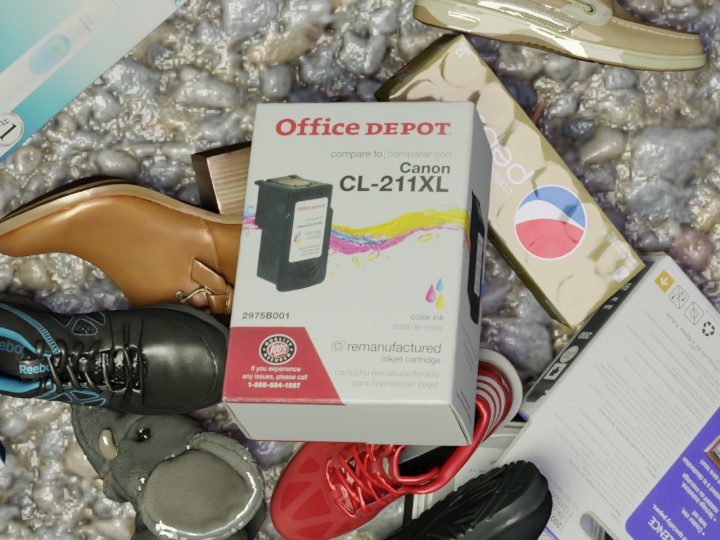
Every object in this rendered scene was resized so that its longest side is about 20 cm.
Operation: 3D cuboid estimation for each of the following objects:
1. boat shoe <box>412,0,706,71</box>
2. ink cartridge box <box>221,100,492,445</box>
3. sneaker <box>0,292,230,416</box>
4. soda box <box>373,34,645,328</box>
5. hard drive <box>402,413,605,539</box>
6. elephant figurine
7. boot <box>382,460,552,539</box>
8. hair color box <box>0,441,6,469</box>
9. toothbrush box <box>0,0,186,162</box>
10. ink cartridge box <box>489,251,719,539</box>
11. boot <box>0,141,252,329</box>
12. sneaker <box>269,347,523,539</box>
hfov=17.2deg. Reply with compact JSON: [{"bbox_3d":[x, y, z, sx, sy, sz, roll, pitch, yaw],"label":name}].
[{"bbox_3d":[0.136,-0.175,1.577,0.198,0.072,0.066,12,95,-4],"label":"boat shoe"},{"bbox_3d":[0.000,0.000,1.477,0.144,0.083,0.202,0,68,13],"label":"ink cartridge box"},{"bbox_3d":[-0.172,0.061,1.496,0.198,0.082,0.074,3,104,15],"label":"sneaker"},{"bbox_3d":[0.098,-0.061,1.585,0.068,0.064,0.200,-40,100,-2],"label":"soda box"},{"bbox_3d":[0.095,0.198,1.625,0.138,0.038,0.202,5,96,-8],"label":"hard drive"},{"bbox_3d":[-0.117,0.154,1.551,0.154,0.141,0.202,17,76,-38],"label":"elephant figurine"},{"bbox_3d":[0.091,0.227,1.538,0.168,0.077,0.200,48,126,-9],"label":"boot"},{"bbox_3d":[-0.320,0.062,1.538,0.100,0.061,0.201,-30,100,-4],"label":"hair color box"},{"bbox_3d":[-0.209,-0.189,1.497,0.200,0.085,0.147,-40,119,-4],"label":"toothbrush box"},{"bbox_3d":[0.200,0.127,1.600,0.198,0.043,0.200,47,70,-14],"label":"ink cartridge box"},{"bbox_3d":[-0.135,0.011,1.554,0.198,0.074,0.156,-12,99,-6],"label":"boot"},{"bbox_3d":[0.007,0.122,1.539,0.200,0.115,0.079,-39,88,19],"label":"sneaker"}]
